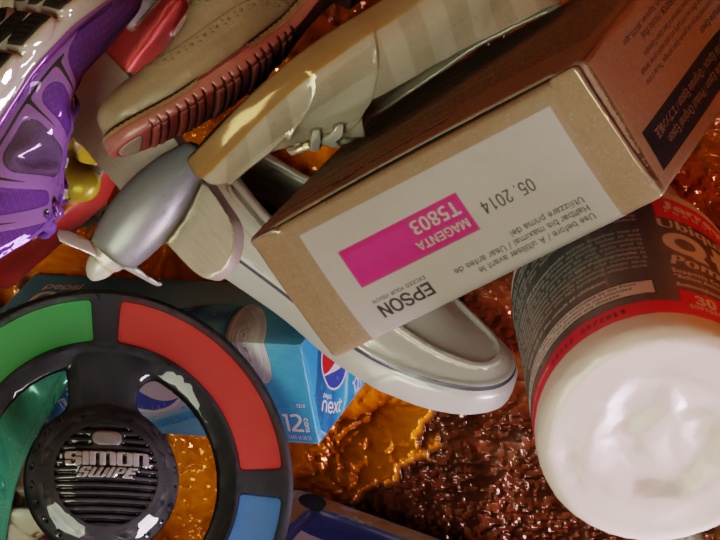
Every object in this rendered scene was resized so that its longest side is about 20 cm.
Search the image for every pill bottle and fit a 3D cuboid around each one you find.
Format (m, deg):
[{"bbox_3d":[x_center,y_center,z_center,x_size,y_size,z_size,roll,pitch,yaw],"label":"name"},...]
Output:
[{"bbox_3d":[0.128,0.028,1.119,0.111,0.200,0.111,-1,117,-2],"label":"pill bottle"}]

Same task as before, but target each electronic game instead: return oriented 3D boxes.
[{"bbox_3d":[-0.132,0.107,1.225,0.200,0.200,0.042,40,159,-1],"label":"electronic game"}]

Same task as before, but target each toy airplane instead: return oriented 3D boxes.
[{"bbox_3d":[-0.150,-0.087,1.226,0.200,0.141,0.199,0,98,40],"label":"toy airplane"}]

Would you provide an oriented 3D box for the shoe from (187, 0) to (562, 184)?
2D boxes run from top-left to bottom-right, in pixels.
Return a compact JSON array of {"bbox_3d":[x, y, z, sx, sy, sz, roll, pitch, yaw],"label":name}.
[{"bbox_3d":[0.007,-0.096,1.148,0.200,0.070,0.053,-35,92,3],"label":"shoe"}]

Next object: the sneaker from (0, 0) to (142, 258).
[{"bbox_3d":[-0.166,-0.061,1.147,0.083,0.200,0.081,38,172,-28],"label":"sneaker"}]

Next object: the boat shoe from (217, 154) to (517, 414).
[{"bbox_3d":[0.000,0.000,1.255,0.200,0.072,0.066,35,131,13],"label":"boat shoe"}]

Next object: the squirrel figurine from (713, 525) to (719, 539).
[{"bbox_3d":[0.257,0.106,1.113,0.187,0.200,0.142,-26,84,9],"label":"squirrel figurine"}]

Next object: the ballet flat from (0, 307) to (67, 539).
[{"bbox_3d":[-0.186,0.108,1.321,0.070,0.067,0.200,16,128,-1],"label":"ballet flat"}]

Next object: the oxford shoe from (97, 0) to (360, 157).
[{"bbox_3d":[-0.058,-0.132,1.154,0.075,0.200,0.070,49,165,1],"label":"oxford shoe"}]

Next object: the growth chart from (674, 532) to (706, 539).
[{"bbox_3d":[0.152,0.126,1.193,0.018,0.200,0.145,-26,116,0],"label":"growth chart"}]

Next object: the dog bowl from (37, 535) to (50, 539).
[{"bbox_3d":[-0.196,0.236,1.451,0.200,0.074,0.200,10,110,31],"label":"dog bowl"}]

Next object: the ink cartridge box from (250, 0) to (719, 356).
[{"bbox_3d":[0.069,-0.057,1.128,0.200,0.165,0.075,-26,104,34],"label":"ink cartridge box"}]

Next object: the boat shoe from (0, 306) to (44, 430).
[{"bbox_3d":[-0.251,0.043,1.377,0.075,0.093,0.200,-23,106,33],"label":"boat shoe"}]

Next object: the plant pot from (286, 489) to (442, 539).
[{"bbox_3d":[-0.015,0.243,1.324,0.200,0.200,0.180,19,117,15],"label":"plant pot"}]

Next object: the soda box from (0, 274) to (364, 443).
[{"bbox_3d":[-0.104,0.047,1.327,0.200,0.068,0.064,1,118,24],"label":"soda box"}]
